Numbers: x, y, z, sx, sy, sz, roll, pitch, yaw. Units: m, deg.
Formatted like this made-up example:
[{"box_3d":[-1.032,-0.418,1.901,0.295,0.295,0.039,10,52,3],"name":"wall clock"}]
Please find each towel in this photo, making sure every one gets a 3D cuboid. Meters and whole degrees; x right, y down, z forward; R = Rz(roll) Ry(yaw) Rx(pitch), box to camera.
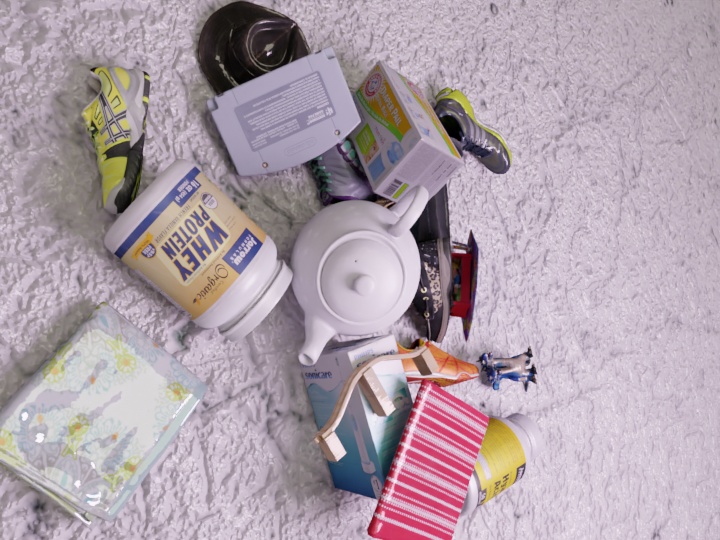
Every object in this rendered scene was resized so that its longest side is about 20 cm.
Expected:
[{"box_3d":[-0.301,0.166,0.641,0.171,0.048,0.201,45,59,-18],"name":"towel"},{"box_3d":[0.092,0.262,0.718,0.144,0.022,0.203,34,71,-32],"name":"towel"}]

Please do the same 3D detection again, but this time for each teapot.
[{"box_3d":[0.000,0.000,0.730,0.194,0.146,0.204,-9,100,-7],"name":"teapot"}]

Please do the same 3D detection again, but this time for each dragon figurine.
[{"box_3d":[0.263,0.181,0.992,0.200,0.098,0.060,54,27,-65],"name":"dragon figurine"}]

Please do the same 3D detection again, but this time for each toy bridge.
[{"box_3d":[0.016,0.151,0.690,0.199,0.027,0.068,-33,96,-33],"name":"toy bridge"}]

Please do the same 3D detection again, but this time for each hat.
[{"box_3d":[-0.140,-0.337,0.832,0.198,0.081,0.204,8,75,-31],"name":"hat"}]

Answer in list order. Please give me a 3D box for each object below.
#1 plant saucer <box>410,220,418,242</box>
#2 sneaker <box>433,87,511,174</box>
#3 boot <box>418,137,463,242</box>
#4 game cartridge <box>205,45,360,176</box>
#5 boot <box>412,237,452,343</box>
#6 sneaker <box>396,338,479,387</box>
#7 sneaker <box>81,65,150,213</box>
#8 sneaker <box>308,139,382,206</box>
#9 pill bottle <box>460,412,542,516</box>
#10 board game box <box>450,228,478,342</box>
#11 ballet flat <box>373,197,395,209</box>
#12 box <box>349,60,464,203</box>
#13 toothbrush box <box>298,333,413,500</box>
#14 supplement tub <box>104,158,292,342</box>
[{"box_3d":[0.113,-0.049,0.978,0.069,0.019,0.204,-13,88,-34],"name":"plant saucer"},{"box_3d":[0.207,-0.249,1.048,0.199,0.074,0.081,40,54,-12],"name":"sneaker"},{"box_3d":[0.141,-0.133,0.962,0.164,0.065,0.204,12,70,-56],"name":"boot"},{"box_3d":[-0.106,-0.221,0.799,0.197,0.040,0.135,-24,101,-4],"name":"game cartridge"},{"box_3d":[0.070,0.034,0.894,0.151,0.206,0.074,0,40,4],"name":"boot"},{"box_3d":[0.124,0.151,0.913,0.198,0.073,0.078,14,60,-34],"name":"sneaker"},{"box_3d":[-0.313,-0.165,0.695,0.075,0.075,0.203,6,66,-24],"name":"sneaker"},{"box_3d":[-0.049,-0.158,0.862,0.200,0.074,0.088,46,64,-18],"name":"sneaker"},{"box_3d":[0.209,0.309,0.909,0.198,0.111,0.113,-15,88,-34],"name":"pill bottle"},{"box_3d":[0.164,0.022,0.921,0.038,0.200,0.161,5,108,5],"name":"board game box"},{"box_3d":[0.045,-0.083,0.874,0.065,0.071,0.199,31,41,24],"name":"ballet flat"},{"box_3d":[0.059,-0.212,0.863,0.100,0.112,0.202,17,40,-40],"name":"box"},{"box_3d":[0.003,0.202,0.775,0.084,0.146,0.203,-17,88,-35],"name":"toothbrush box"},{"box_3d":[-0.196,-0.021,0.691,0.200,0.144,0.145,44,60,-18],"name":"supplement tub"}]
